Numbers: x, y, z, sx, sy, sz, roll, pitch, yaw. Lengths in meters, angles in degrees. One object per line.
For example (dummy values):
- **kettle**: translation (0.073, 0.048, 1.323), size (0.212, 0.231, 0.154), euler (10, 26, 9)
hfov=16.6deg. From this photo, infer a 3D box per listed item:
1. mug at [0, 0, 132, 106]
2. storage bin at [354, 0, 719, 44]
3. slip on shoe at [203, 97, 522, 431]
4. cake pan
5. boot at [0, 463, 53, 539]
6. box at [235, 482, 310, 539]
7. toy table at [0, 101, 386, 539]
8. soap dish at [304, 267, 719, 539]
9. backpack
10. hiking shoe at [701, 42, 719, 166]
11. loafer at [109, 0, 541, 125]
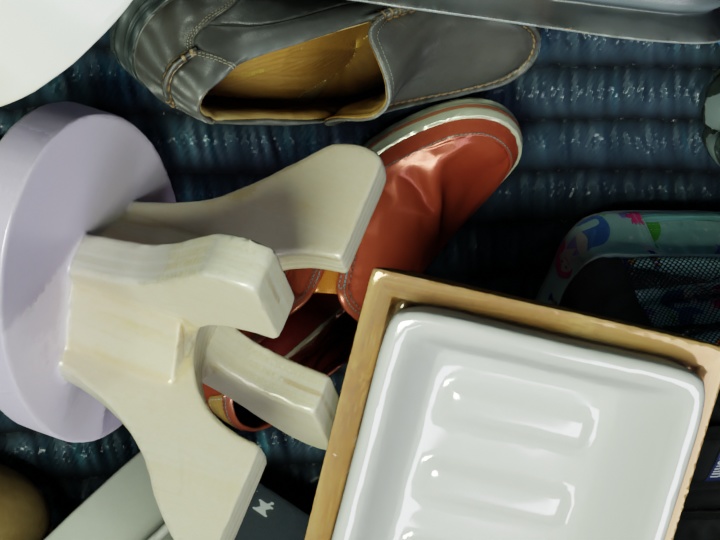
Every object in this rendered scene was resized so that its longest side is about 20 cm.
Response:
- **mug**: translation (-0.168, -0.142, 0.839), size (0.187, 0.150, 0.153), euler (-49, 129, 8)
- **storage bin**: translation (0.046, -0.170, 0.904), size (0.199, 0.146, 0.135), euler (7, 111, 0)
- **slip on shoe**: translation (0.000, 0.000, 1.135), size (0.200, 0.061, 0.074), euler (-41, 136, 8)
- **cake pan**: translation (-0.129, 0.141, 1.133), size (0.200, 0.037, 0.200), euler (-45, 176, -4)
- **boot**: translation (-0.171, 0.041, 1.068), size (0.175, 0.066, 0.201), euler (7, 122, -44)
- **box**: translation (-0.029, 0.246, 1.215), size (0.124, 0.199, 0.197), euler (-49, 168, -50)
- **toy table**: translation (-0.075, 0.019, 1.015), size (0.200, 0.116, 0.185), euler (41, 67, -72)
- **soap dish**: translation (0.058, 0.100, 1.085), size (0.156, 0.081, 0.201), euler (12, 111, -5)
- **backpack**: translation (0.175, 0.062, 1.232), size (0.199, 0.151, 0.178), euler (1, 136, -19)
- **hiking shoe**: translation (0.199, -0.103, 1.140), size (0.074, 0.087, 0.201), euler (-27, 138, -7)
- **loafer**: translation (-0.004, -0.087, 1.040), size (0.199, 0.072, 0.073), euler (-7, 132, -28)
